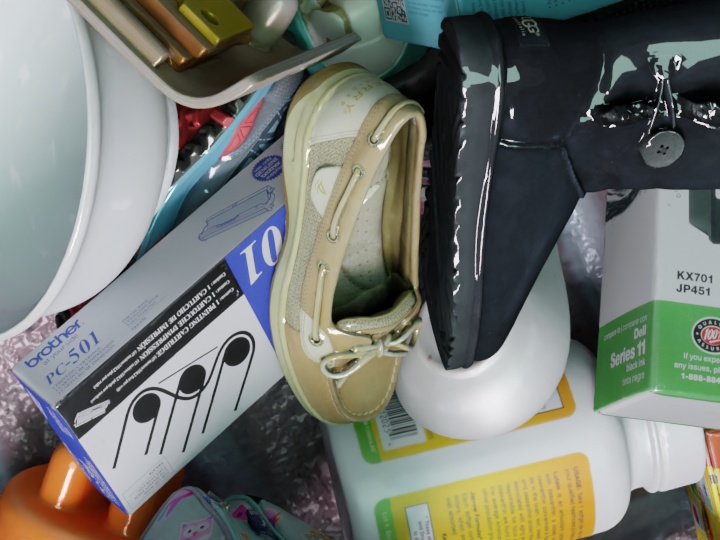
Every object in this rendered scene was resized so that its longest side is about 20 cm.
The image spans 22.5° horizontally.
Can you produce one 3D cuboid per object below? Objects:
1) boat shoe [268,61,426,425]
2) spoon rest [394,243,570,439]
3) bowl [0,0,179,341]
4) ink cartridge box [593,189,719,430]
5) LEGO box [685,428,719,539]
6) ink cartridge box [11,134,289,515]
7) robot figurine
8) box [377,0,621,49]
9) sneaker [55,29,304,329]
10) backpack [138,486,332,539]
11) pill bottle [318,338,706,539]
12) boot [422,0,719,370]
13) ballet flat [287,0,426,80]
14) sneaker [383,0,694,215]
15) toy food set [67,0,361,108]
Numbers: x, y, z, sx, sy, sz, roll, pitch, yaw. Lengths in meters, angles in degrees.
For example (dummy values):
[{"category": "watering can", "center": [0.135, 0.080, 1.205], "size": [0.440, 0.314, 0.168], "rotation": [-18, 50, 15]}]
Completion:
[{"category": "boat shoe", "center": [0.002, -0.001, 0.894], "size": [0.073, 0.063, 0.202], "rotation": [-20, 126, -36]}, {"category": "spoon rest", "center": [0.075, -0.006, 0.966], "size": [0.099, 0.061, 0.201], "rotation": [7, 75, 28]}, {"category": "bowl", "center": [-0.153, -0.066, 0.893], "size": [0.090, 0.201, 0.202], "rotation": [0, 111, -43]}, {"category": "ink cartridge box", "center": [0.208, -0.019, 0.956], "size": [0.146, 0.083, 0.201], "rotation": [7, 75, -12]}, {"category": "LEGO box", "center": [0.277, 0.145, 1.069], "size": [0.148, 0.077, 0.201], "rotation": [-17, 110, -3]}, {"category": "ink cartridge box", "center": [-0.073, 0.022, 0.919], "size": [0.200, 0.044, 0.094], "rotation": [-42, 136, -17]}, {"category": "robot figurine", "center": [-0.157, 0.185, 0.992], "size": [0.143, 0.117, 0.201], "rotation": [10, 105, -29]}, {"category": "box", "center": [0.110, -0.163, 0.907], "size": [0.199, 0.082, 0.049], "rotation": [-21, 112, -23]}, {"category": "sneaker", "center": [-0.082, -0.038, 0.966], "size": [0.095, 0.079, 0.201], "rotation": [26, 101, -40]}, {"category": "backpack", "center": [-0.053, 0.211, 0.867], "size": [0.153, 0.200, 0.176], "rotation": [38, 86, -35]}, {"category": "pill bottle", "center": [0.084, 0.100, 1.005], "size": [0.199, 0.111, 0.112], "rotation": [-13, 109, -5]}, {"category": "boot", "center": [0.118, -0.039, 0.866], "size": [0.167, 0.077, 0.201], "rotation": [-3, 126, -9]}, {"category": "ballet flat", "center": [-0.017, -0.156, 0.928], "size": [0.067, 0.070, 0.201], "rotation": [-26, 110, -2]}, {"category": "sneaker", "center": [0.080, -0.089, 0.909], "size": [0.199, 0.081, 0.086], "rotation": [-26, 152, 15]}, {"category": "toy food set", "center": [-0.095, -0.164, 0.843], "size": [0.200, 0.143, 0.060], "rotation": [45, 114, 3]}]
